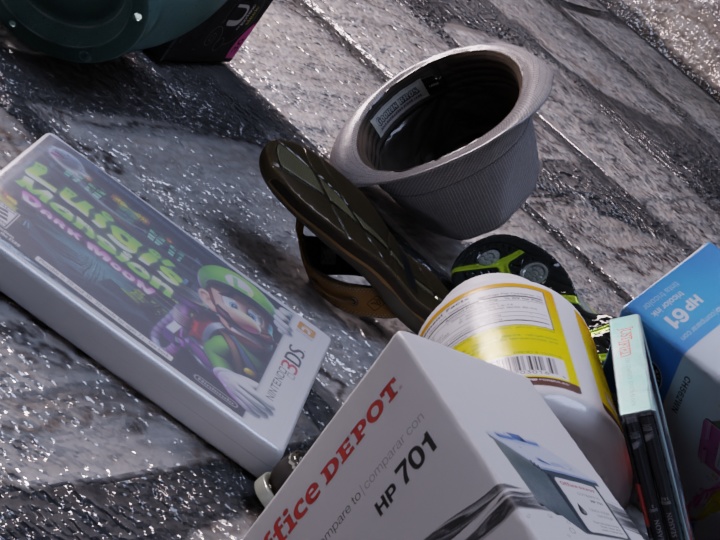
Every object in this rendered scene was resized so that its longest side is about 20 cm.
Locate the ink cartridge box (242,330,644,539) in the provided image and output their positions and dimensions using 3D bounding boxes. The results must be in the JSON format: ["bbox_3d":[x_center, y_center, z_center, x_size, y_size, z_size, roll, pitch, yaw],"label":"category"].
[{"bbox_3d":[0.042,0.145,0.830,0.086,0.147,0.200,21,23,-39],"label":"ink cartridge box"}]

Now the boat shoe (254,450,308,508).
[{"bbox_3d":[0.042,0.131,1.012,0.201,0.061,0.072,29,19,-25],"label":"boat shoe"}]

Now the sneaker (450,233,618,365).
[{"bbox_3d":[0.133,0.050,1.421,0.200,0.075,0.076,45,-16,37],"label":"sneaker"}]

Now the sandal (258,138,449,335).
[{"bbox_3d":[0.000,0.000,1.295,0.200,0.055,0.082,44,18,-31],"label":"sandal"}]

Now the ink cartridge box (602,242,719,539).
[{"bbox_3d":[0.233,0.105,1.185,0.200,0.145,0.085,39,54,24],"label":"ink cartridge box"}]

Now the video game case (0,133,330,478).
[{"bbox_3d":[-0.110,0.012,1.082,0.200,0.023,0.182,36,17,-4],"label":"video game case"}]

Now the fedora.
[{"bbox_3d":[0.071,-0.084,1.523,0.200,0.177,0.090,-105,169,-63],"label":"fedora"}]

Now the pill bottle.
[{"bbox_3d":[0.085,0.075,1.160,0.109,0.109,0.200,33,18,-15],"label":"pill bottle"}]

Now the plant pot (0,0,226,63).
[{"bbox_3d":[-0.168,-0.217,1.322,0.200,0.200,0.134,34,44,-10],"label":"plant pot"}]

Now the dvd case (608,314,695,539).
[{"bbox_3d":[0.166,0.139,1.109,0.146,0.022,0.200,-76,152,-72],"label":"dvd case"}]

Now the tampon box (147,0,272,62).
[{"bbox_3d":[-0.149,-0.271,1.517,0.200,0.150,0.126,42,18,12],"label":"tampon box"}]
